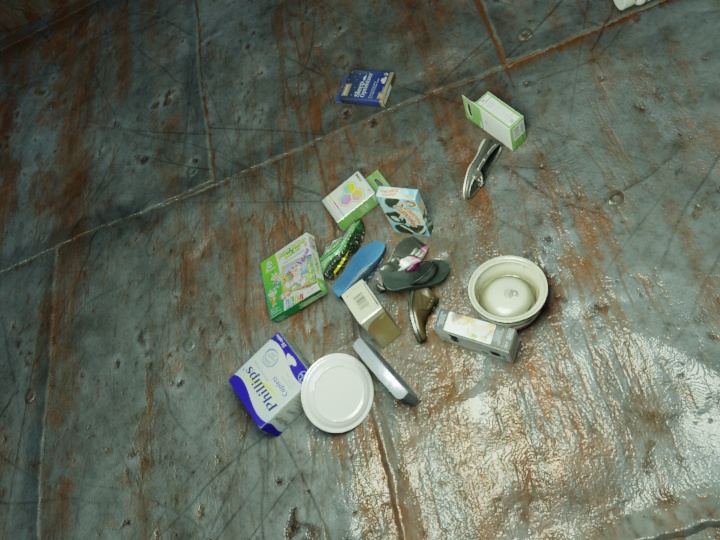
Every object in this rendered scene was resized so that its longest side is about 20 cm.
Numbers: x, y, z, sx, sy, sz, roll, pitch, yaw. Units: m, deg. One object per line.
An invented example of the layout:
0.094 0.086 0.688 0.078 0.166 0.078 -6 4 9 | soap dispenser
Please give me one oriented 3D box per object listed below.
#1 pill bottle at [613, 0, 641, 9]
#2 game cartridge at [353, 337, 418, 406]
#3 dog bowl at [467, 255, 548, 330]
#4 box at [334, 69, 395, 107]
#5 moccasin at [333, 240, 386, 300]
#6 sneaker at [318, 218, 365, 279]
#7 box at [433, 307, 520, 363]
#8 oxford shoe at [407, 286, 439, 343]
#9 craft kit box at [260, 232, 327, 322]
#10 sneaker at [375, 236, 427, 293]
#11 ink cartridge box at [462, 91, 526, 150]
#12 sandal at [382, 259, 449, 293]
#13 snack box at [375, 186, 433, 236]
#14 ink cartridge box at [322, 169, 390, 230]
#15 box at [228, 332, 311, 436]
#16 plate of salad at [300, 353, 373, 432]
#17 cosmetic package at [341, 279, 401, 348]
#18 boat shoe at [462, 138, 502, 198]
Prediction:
0.847 -0.852 1.670 0.197 0.114 0.115 -21 61 11 | pill bottle
0.063 0.261 1.472 0.041 0.133 0.200 -42 59 -3 | game cartridge
0.374 0.064 1.453 0.196 0.074 0.203 -9 52 11 | dog bowl
0.010 -0.621 1.945 0.197 0.032 0.123 12 72 27 | box
0.000 0.000 1.653 0.200 0.068 0.080 -45 52 -3 | moccasin
-0.062 -0.077 1.703 0.085 0.078 0.201 36 84 31 | sneaker
0.292 0.162 1.437 0.197 0.117 0.061 17 76 25 | box
0.170 0.095 1.540 0.083 0.073 0.204 -5 66 14 | oxford shoe
-0.202 0.021 1.707 0.198 0.048 0.200 -31 55 24 | craft kit box
0.104 -0.015 1.613 0.199 0.087 0.080 -40 79 -24 | sneaker
0.391 -0.450 1.676 0.059 0.104 0.200 -42 59 -2 | ink cartridge box
0.154 0.010 1.529 0.197 0.048 0.076 -17 55 -19 | sandal
0.126 -0.163 1.596 0.114 0.200 0.038 9 68 24 | snack box
-0.009 -0.228 1.750 0.199 0.059 0.104 -38 59 3 | ink cartridge box
-0.228 0.313 1.580 0.200 0.105 0.184 -44 59 -1 | box
-0.061 0.321 1.505 0.196 0.048 0.204 2 84 -16 | plate of salad
0.032 0.117 1.508 0.071 0.200 0.106 -36 60 1 | cosmetic package
0.351 -0.293 1.644 0.056 0.067 0.203 14 70 31 | boat shoe
